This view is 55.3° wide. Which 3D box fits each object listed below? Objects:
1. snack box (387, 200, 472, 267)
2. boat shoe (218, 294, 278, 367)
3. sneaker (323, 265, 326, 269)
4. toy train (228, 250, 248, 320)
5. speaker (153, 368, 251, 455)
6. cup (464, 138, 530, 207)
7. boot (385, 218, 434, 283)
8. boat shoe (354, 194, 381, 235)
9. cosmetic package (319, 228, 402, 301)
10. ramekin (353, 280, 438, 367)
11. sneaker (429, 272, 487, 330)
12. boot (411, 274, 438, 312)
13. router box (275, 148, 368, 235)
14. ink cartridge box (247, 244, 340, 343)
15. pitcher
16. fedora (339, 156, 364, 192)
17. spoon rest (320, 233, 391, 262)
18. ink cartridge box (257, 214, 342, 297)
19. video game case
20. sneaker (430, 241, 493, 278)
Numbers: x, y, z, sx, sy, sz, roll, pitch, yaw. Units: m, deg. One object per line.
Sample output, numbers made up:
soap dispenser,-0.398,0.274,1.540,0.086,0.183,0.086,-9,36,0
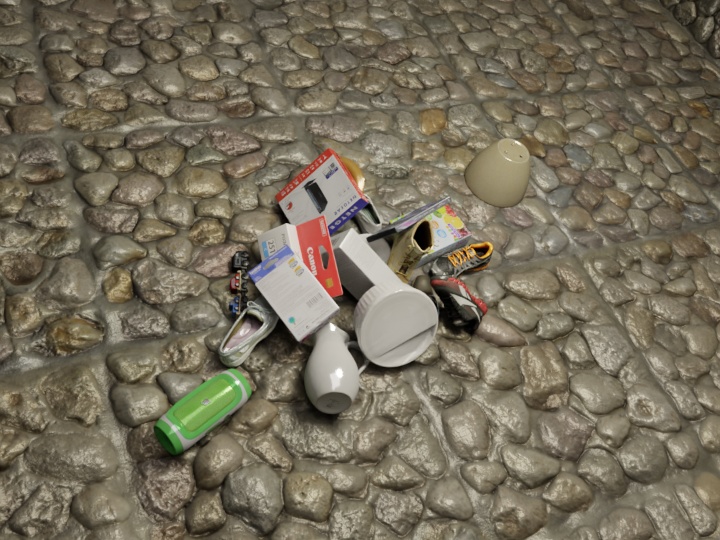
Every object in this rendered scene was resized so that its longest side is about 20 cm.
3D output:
snack box,0.190,-0.104,1.898,0.199,0.053,0.142,-24,63,-30
boat shoe,-0.249,0.125,1.553,0.074,0.065,0.202,29,62,18
sneaker,-0.126,0.000,1.714,0.199,0.078,0.100,15,69,-8
toy train,-0.292,0.034,1.649,0.046,0.034,0.201,2,53,-12
speaker,-0.323,0.288,1.416,0.088,0.089,0.200,43,53,15
cup,0.435,-0.313,2.079,0.199,0.143,0.201,9,52,-12
boot,0.121,-0.024,1.724,0.073,0.155,0.201,22,73,-14
boat shoe,0.007,-0.179,1.885,0.073,0.067,0.200,-20,63,-30
cosmetic package,0.000,0.000,1.670,0.200,0.101,0.071,47,53,-20
ramekin,0.074,0.118,1.609,0.201,0.203,0.094,-4,25,-21
sneaker,0.243,0.084,1.727,0.200,0.071,0.098,39,56,-30
boot,0.170,0.075,1.729,0.074,0.097,0.201,10,52,-11
router box,-0.102,-0.185,1.782,0.180,0.200,0.049,58,17,25
ink cartridge box,-0.152,0.051,1.556,0.119,0.042,0.200,-37,77,-9
pitcher,-0.045,0.222,1.547,0.171,0.121,0.200,19,38,-23
fedora,-0.066,-0.209,1.845,0.082,0.200,0.201,22,33,-59
spoon rest,-0.012,-0.055,1.791,0.199,0.061,0.100,-2,55,-18
ink cartridge box,-0.146,-0.014,1.617,0.045,0.176,0.201,8,65,-61
video game case,0.125,-0.132,1.785,0.200,0.143,0.019,-30,97,-30
sneaker,0.276,-0.031,1.857,0.199,0.077,0.078,-20,64,-28
